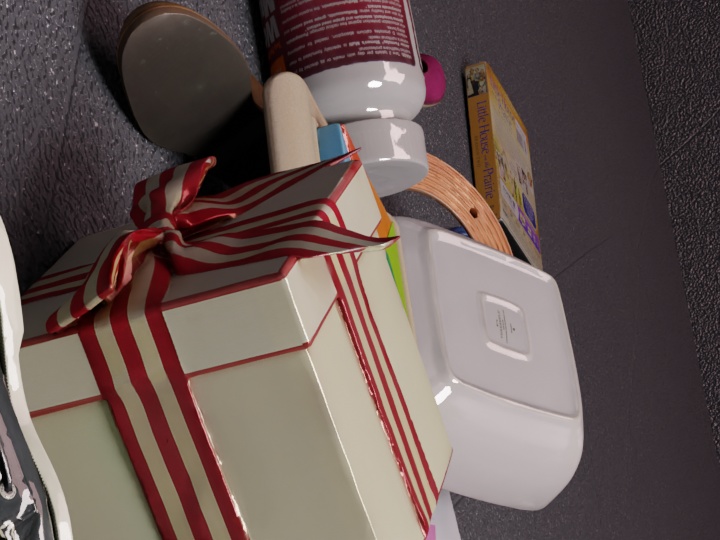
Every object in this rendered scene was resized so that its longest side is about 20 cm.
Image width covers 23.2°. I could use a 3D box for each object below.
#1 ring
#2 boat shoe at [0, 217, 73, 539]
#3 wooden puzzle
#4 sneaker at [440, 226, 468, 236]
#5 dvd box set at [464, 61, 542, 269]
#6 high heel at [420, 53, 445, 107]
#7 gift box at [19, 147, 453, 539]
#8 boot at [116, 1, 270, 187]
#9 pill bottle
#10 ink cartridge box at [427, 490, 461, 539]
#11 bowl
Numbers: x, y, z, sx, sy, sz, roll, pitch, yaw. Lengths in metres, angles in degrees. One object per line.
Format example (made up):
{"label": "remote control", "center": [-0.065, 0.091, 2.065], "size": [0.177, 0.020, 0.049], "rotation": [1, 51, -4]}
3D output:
{"label": "ring", "center": [0.043, 0.003, 1.321], "size": [0.199, 0.019, 0.203], "rotation": [16, 62, -34]}
{"label": "boat shoe", "center": [-0.161, 0.069, 0.679], "size": [0.066, 0.074, 0.202], "rotation": [-11, 96, -45]}
{"label": "wooden puzzle", "center": [0.000, 0.000, 1.068], "size": [0.200, 0.037, 0.187], "rotation": [51, 28, -58]}
{"label": "sneaker", "center": [0.058, 0.023, 1.380], "size": [0.201, 0.084, 0.078], "rotation": [-79, 150, -53]}
{"label": "dvd box set", "center": [0.153, -0.101, 1.874], "size": [0.146, 0.029, 0.202], "rotation": [50, 31, -54]}
{"label": "high heel", "center": [0.025, -0.176, 1.453], "size": [0.200, 0.067, 0.097], "rotation": [-56, 140, -64]}
{"label": "gift box", "center": [-0.052, 0.048, 0.827], "size": [0.185, 0.198, 0.188], "rotation": [-71, 142, -69]}
{"label": "boot", "center": [-0.100, -0.116, 1.045], "size": [0.076, 0.073, 0.200], "rotation": [62, 6, 24]}
{"label": "pill bottle", "center": [-0.013, -0.158, 1.256], "size": [0.109, 0.108, 0.202], "rotation": [27, 51, -68]}
{"label": "ink cartridge box", "center": [0.038, 0.228, 1.225], "size": [0.196, 0.043, 0.202], "rotation": [-18, 93, -73]}
{"label": "bowl", "center": [0.079, 0.055, 1.244], "size": [0.198, 0.075, 0.202], "rotation": [21, 47, -33]}
